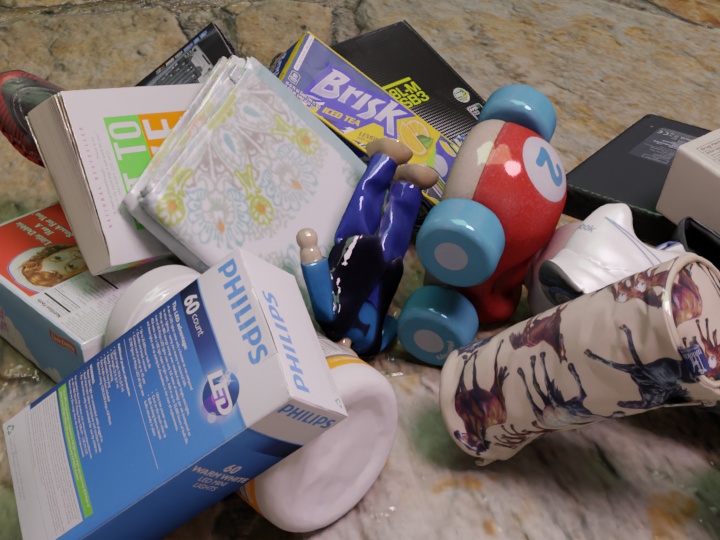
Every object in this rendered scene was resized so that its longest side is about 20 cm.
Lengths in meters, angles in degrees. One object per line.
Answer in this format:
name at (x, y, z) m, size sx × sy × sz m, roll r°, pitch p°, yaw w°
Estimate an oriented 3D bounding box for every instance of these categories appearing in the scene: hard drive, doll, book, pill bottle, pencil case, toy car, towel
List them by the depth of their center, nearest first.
pencil case at (0.140, 0.064, 0.656) m, size 0.077 × 0.090 × 0.199 m, roll 2°, pitch -22°, yaw -45°
pill bottle at (-0.080, 0.077, 0.698) m, size 0.116 × 0.117 × 0.199 m, roll -28°, pitch 41°, yaw -35°
doll at (0.000, 0.000, 0.797) m, size 0.048 × 0.136 × 0.201 m, roll 1°, pitch 66°, yaw 40°
toy car at (0.155, -0.013, 0.801) m, size 0.199 × 0.178 × 0.185 m, roll 21°, pitch 47°, yaw 9°
towel at (-0.071, -0.051, 0.819) m, size 0.048 × 0.200 × 0.172 m, roll -21°, pitch 33°, yaw 50°
book at (-0.152, -0.078, 0.831) m, size 0.048 × 0.135 × 0.199 m, roll -21°, pitch -1°, yaw 38°
hard drive at (0.299, -0.093, 1.027) m, size 0.139 × 0.033 × 0.200 m, roll 24°, pitch 40°, yaw 32°

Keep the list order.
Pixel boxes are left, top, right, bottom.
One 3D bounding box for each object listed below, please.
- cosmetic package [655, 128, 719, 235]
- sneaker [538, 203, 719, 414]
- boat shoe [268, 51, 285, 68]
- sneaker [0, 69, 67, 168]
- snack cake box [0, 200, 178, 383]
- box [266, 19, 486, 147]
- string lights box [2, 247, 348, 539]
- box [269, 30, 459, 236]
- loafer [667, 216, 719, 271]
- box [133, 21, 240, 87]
cosmetic package at (0.364, -0.039, 0.875) m, size 0.103 × 0.073 × 0.200 m, roll -22°, pitch 49°, yaw -31°
sneaker at (0.220, 0.032, 0.718) m, size 0.087 × 0.200 × 0.074 m, roll -53°, pitch 13°, yaw -11°
boat shoe at (-0.075, -0.183, 1.151) m, size 0.068 × 0.057 × 0.200 m, roll -7°, pitch 33°, yaw -10°
sneaker at (-0.228, -0.102, 0.870) m, size 0.200 × 0.098 × 0.071 m, roll 42°, pitch 73°, yaw -7°
snack cake box at (-0.226, 0.021, 0.832) m, size 0.199 × 0.068 × 0.115 m, roll 28°, pitch 43°, yaw 37°
box at (0.031, -0.156, 1.053) m, size 0.199 × 0.048 × 0.193 m, roll -27°, pitch 69°, yaw -35°
string lights box at (-0.114, 0.088, 0.606) m, size 0.199 × 0.059 × 0.103 m, roll -35°, pitch 57°, yaw 18°
box at (0.005, -0.116, 0.915) m, size 0.199 × 0.064 × 0.070 m, roll 34°, pitch 61°, yaw -20°
loafer at (0.297, 0.028, 0.807) m, size 0.068 × 0.071 × 0.201 m, roll -10°, pitch 34°, yaw -14°
box at (-0.190, -0.136, 1.000) m, size 0.200 × 0.050 × 0.158 m, roll -37°, pitch 36°, yaw 5°
